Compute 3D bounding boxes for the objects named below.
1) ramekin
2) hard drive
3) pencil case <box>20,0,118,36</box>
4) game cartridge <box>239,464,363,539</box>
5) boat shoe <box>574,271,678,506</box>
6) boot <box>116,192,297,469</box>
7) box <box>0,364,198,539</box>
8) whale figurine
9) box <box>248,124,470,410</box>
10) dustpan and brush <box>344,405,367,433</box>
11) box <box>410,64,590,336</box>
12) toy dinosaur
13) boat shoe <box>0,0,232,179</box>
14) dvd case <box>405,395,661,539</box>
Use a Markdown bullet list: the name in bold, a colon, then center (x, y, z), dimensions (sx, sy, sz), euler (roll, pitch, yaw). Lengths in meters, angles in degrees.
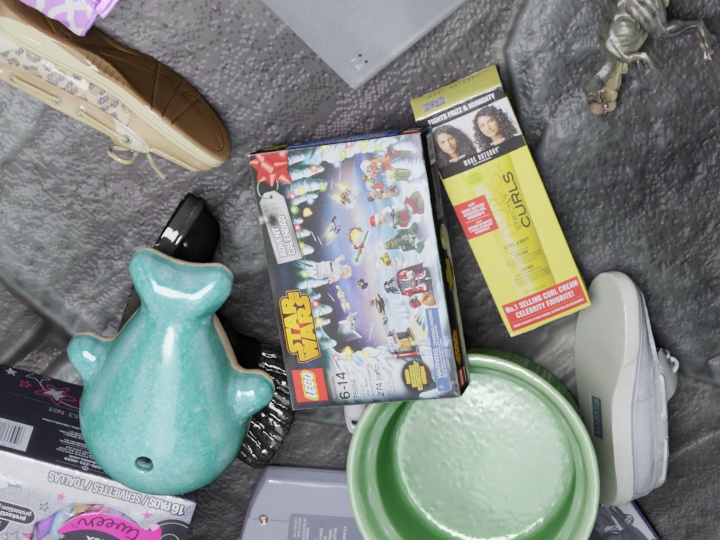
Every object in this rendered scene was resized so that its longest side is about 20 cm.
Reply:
- **ramekin**: center (0.094, 0.158, 1.235), dimensions (0.198, 0.098, 0.202), euler (2, 98, 12)
- **hard drive**: center (0.030, -0.233, 1.085), dimensions (0.199, 0.033, 0.139), euler (-37, 132, 15)
- **pencil case**: center (-0.251, -0.239, 1.068), dimensions (0.199, 0.086, 0.084), euler (29, 114, -14)
- **game cartridge**: center (-0.043, 0.260, 1.348), dimensions (0.132, 0.041, 0.202), euler (3, 116, -7)
- **boat shoe**: center (0.222, 0.093, 1.262), dimensions (0.071, 0.070, 0.203), euler (-12, 111, -25)
- **boot**: center (-0.107, 0.050, 1.215), dimensions (0.157, 0.080, 0.212), euler (22, 124, -4)
- **box**: center (-0.237, 0.175, 1.245), dimensions (0.198, 0.132, 0.116), euler (16, 113, -9)
- **whale figurine**: center (-0.143, 0.082, 1.129), dimensions (0.158, 0.104, 0.201), euler (14, 127, 1)
- **box**: center (0.000, 0.000, 1.155), dimensions (0.136, 0.040, 0.202), euler (-6, 101, 19)
- **dustpan and brush**: center (-0.003, 0.050, 1.242), dimensions (0.138, 0.057, 0.202), euler (3, 110, 3)
- **box**: center (0.109, -0.052, 1.190), dimensions (0.075, 0.050, 0.201), euler (-21, 115, 8)
- **toy dinosaur**: center (0.220, -0.199, 1.126), dimensions (0.087, 0.048, 0.202), euler (11, 112, 0)
- **boat shoe**: center (-0.187, -0.129, 1.137), dimensions (0.199, 0.073, 0.063), euler (35, 117, -5)
- **dvd case**: center (0.149, 0.200, 1.330), dimensions (0.150, 0.025, 0.201), euler (-31, 112, 13)
